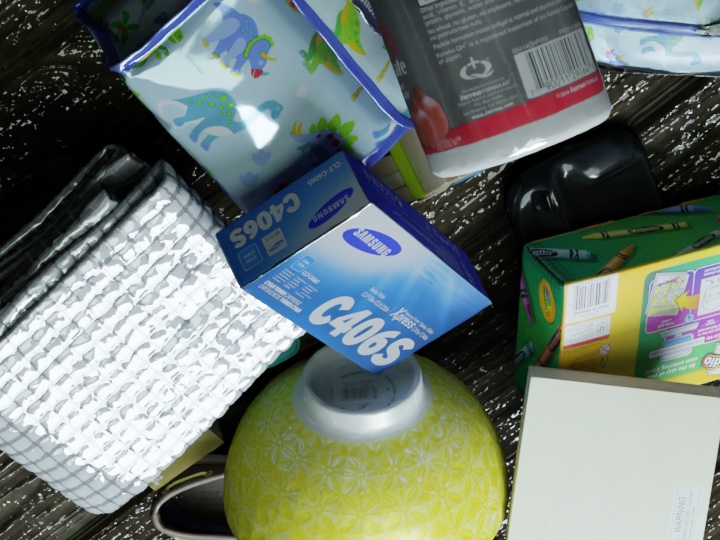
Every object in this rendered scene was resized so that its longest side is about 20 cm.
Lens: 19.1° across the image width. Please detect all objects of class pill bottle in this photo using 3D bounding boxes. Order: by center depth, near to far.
[{"bbox_3d":[0.059,-0.162,1.200,0.110,0.111,0.201,-20,96,1],"label":"pill bottle"}]

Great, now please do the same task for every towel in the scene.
[{"bbox_3d":[-0.156,0.034,1.334,0.200,0.086,0.166,-45,126,1],"label":"towel"}]

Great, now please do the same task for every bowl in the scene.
[{"bbox_3d":[0.002,0.110,1.441,0.199,0.200,0.108,-9,129,-8],"label":"bowl"}]

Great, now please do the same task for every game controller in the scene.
[{"bbox_3d":[0.171,-0.013,1.502,0.104,0.042,0.200,-33,132,-7],"label":"game controller"}]

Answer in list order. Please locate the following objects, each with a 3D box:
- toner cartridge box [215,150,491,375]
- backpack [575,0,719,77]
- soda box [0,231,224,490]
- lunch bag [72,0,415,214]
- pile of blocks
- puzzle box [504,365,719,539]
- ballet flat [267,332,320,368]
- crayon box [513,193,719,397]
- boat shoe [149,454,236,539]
[{"bbox_3d":[0.000,0.000,1.319,0.095,0.043,0.200,-34,152,12],"label":"toner cartridge box"},{"bbox_3d":[0.175,-0.182,1.293,0.199,0.163,0.154,-7,123,3],"label":"backpack"},{"bbox_3d":[-0.179,0.062,1.437,0.064,0.068,0.200,-36,129,13],"label":"soda box"},{"bbox_3d":[-0.037,-0.147,1.278,0.200,0.127,0.170,-41,126,1],"label":"lunch bag"},{"bbox_3d":[0.053,-0.087,1.398,0.199,0.082,0.062,-26,88,-6],"label":"pile of blocks"},{"bbox_3d":[0.165,0.168,1.445,0.133,0.025,0.201,7,106,-2],"label":"puzzle box"},{"bbox_3d":[-0.044,0.019,1.444,0.199,0.064,0.067,-19,133,2],"label":"ballet flat"},{"bbox_3d":[0.208,0.023,1.480,0.199,0.058,0.119,-14,126,-22],"label":"crayon box"},{"bbox_3d":[-0.051,0.161,1.519,0.199,0.060,0.072,-3,105,11],"label":"boat shoe"}]
